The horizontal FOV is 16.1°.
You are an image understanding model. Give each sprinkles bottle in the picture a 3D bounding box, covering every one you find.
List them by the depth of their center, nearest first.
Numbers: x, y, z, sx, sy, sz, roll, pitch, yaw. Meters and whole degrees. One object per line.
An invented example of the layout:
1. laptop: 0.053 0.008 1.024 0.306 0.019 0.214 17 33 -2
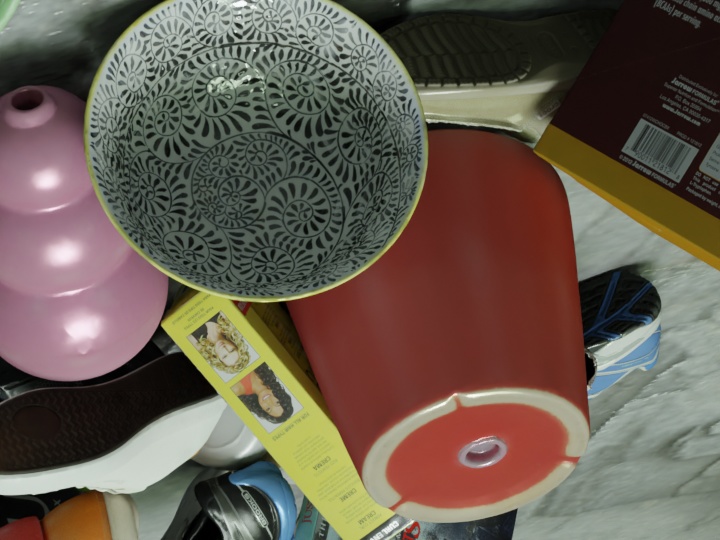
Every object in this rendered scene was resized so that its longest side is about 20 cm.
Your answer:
1. sprinkles bottle: -0.060 0.111 1.751 0.068 0.069 0.200 -29 162 13

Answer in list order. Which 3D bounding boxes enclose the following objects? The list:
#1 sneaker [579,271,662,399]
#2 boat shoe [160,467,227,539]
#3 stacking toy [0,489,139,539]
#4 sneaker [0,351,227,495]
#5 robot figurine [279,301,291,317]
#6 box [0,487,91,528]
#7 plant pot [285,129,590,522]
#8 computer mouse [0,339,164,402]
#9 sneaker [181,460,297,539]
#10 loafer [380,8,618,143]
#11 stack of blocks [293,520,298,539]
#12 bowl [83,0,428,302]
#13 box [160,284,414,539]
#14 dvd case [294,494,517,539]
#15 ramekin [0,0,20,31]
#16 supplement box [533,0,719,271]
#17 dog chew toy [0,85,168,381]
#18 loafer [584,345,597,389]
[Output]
1. sneaker: 0.128 0.075 1.833 0.199 0.076 0.077 -20 139 3
2. boat shoe: -0.110 0.209 1.802 0.071 0.201 0.070 34 139 -11
3. stacking toy: -0.236 0.220 1.642 0.199 0.147 0.147 -8 142 -10
4. sneaker: -0.166 0.117 1.584 0.199 0.073 0.085 -14 138 -40
5. robot figurine: 0.000 0.000 1.696 0.199 0.058 0.145 -27 143 9
6. box: -0.265 0.188 1.761 0.199 0.123 0.106 10 135 -34
7. plant pot: 0.055 0.044 1.567 0.199 0.178 0.201 -9 143 -7
8. computer mouse: -0.203 0.058 1.650 0.199 0.138 0.053 2 102 -37
9. sneaker: -0.101 0.211 1.694 0.082 0.071 0.201 -3 126 -27
10. loafer: 0.091 -0.114 1.576 0.199 0.076 0.069 -5 135 -20
11. stack of blocks: 0.007 0.200 1.906 0.058 0.116 0.201 -2 141 -21
12. bowl: -0.064 -0.060 1.498 0.199 0.202 0.094 -11 160 -11
13. box: -0.041 0.084 1.615 0.050 0.075 0.200 -37 100 17
14. dvd case: 0.038 0.155 1.741 0.022 0.147 0.200 -7 152 43
15. ramekin: -0.274 -0.185 1.302 0.199 0.098 0.201 -12 143 -10
16. supplement box: 0.250 -0.097 1.509 0.133 0.197 0.201 29 94 -45
17. dog chew toy: -0.184 -0.028 1.533 0.124 0.125 0.201 -14 135 -7
18. loafer: 0.077 0.073 1.705 0.199 0.074 0.071 -18 -173 -32
